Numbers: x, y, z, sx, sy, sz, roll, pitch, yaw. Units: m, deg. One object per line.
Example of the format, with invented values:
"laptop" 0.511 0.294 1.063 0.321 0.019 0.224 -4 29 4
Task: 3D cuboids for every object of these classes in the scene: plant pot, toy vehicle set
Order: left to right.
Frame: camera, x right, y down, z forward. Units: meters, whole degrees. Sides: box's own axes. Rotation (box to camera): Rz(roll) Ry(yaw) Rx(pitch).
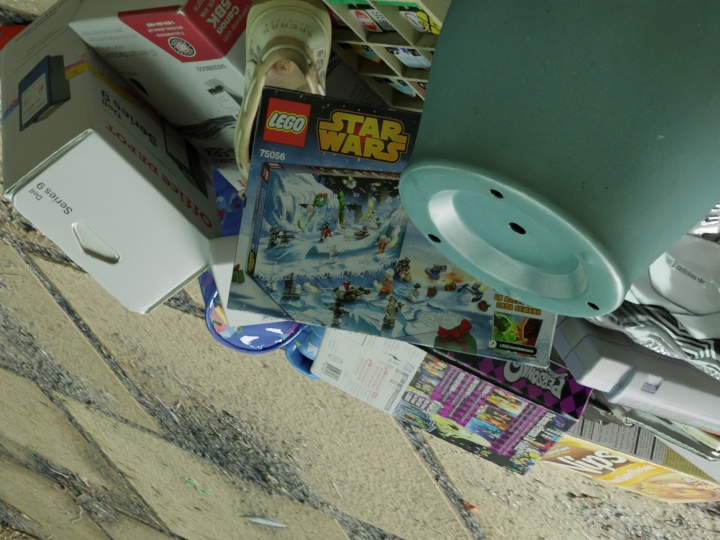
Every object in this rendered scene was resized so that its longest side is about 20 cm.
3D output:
"toy vehicle set" 0.034 -0.142 1.267 0.124 0.027 0.200 42 169 -26
"plant pot" 0.119 -0.086 1.090 0.199 0.189 0.200 27 161 10

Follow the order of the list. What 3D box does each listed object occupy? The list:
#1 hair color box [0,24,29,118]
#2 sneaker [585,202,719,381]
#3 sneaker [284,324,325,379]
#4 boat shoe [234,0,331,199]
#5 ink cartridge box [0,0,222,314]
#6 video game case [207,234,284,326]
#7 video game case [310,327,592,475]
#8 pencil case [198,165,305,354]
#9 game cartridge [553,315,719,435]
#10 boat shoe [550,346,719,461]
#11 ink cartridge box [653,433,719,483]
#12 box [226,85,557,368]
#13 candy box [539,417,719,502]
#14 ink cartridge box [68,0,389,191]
"hair color box" -0.228 -0.147 1.644 0.199 0.061 0.102 5 148 49
"sneaker" 0.223 -0.001 1.241 0.199 0.075 0.116 22 117 -2
"sneaker" -0.025 0.025 1.612 0.076 0.105 0.200 38 -175 1
"boat shoe" -0.050 -0.086 1.317 0.073 0.063 0.201 0 136 4
"ink cartridge box" -0.179 -0.086 1.455 0.145 0.087 0.201 44 -160 -32
"video game case" 0.000 0.000 1.402 0.198 0.024 0.182 -6 166 -2
"video game case" 0.058 0.074 1.423 0.180 0.036 0.200 26 163 2
"pencil case" -0.087 -0.023 1.577 0.078 0.087 0.201 35 -157 -29
"game cartridge" 0.186 0.046 1.335 0.199 0.038 0.130 18 -145 -41
"boat shoe" 0.173 0.073 1.414 0.200 0.072 0.066 34 124 14
"ink cartridge box" 0.306 0.131 1.484 0.103 0.060 0.200 5 160 38
"box" 0.028 -0.027 1.227 0.198 0.138 0.040 11 -175 4
"candy box" 0.202 0.131 1.591 0.199 0.056 0.115 19 164 -25
"ink cartridge box" -0.081 -0.139 1.412 0.146 0.083 0.200 3 146 51
